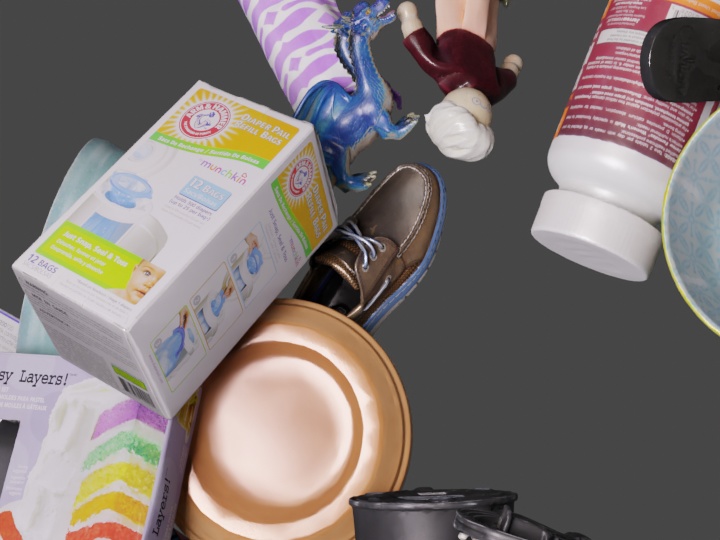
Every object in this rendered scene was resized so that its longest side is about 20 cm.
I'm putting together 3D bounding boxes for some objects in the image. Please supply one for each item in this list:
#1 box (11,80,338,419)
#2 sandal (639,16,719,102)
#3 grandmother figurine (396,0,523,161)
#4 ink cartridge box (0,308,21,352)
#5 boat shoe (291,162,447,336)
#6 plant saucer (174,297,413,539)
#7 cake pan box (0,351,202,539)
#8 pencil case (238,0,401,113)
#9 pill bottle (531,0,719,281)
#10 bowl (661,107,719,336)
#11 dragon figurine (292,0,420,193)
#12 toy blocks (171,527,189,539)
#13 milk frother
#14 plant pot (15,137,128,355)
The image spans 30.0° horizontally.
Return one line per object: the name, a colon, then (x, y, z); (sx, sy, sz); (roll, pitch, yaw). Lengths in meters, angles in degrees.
box: (-0.120, -0.019, 0.925); (0.112, 0.102, 0.200); (25, 59, 29)
sandal: (0.276, -0.144, 0.917); (0.045, 0.198, 0.076); (12, 108, 56)
grandmother figurine: (0.080, -0.173, 1.036); (0.061, 0.120, 0.202); (135, 145, -54)
ink cartridge box: (-0.369, 0.117, 1.188); (0.197, 0.043, 0.202); (25, 88, 28)
boat shoe: (0.000, 0.000, 1.045); (0.072, 0.072, 0.201); (27, 87, 28)
plant saucer: (-0.060, 0.118, 0.979); (0.198, 0.037, 0.203); (0, 81, 1)
cake pan box: (-0.222, 0.151, 0.936); (0.198, 0.052, 0.186); (4, 64, 18)
pencil case: (-0.043, -0.198, 1.122); (0.085, 0.084, 0.201); (-22, 67, -7)
pill bottle: (0.200, -0.103, 0.967); (0.109, 0.109, 0.202); (20, 83, 27)
bowl: (0.309, -0.023, 0.897); (0.198, 0.108, 0.202); (-7, 73, 22)
dragon figurine: (-0.023, -0.110, 1.024); (0.099, 0.059, 0.201); (37, 96, -8)
toy blocks: (-0.223, 0.188, 1.063); (0.136, 0.100, 0.200); (-22, 55, -30)
milk frother: (0.072, 0.240, 0.860); (0.178, 0.200, 0.190); (-4, 85, 13)
plant pot: (-0.174, 0.010, 1.068); (0.133, 0.200, 0.202); (16, 81, 0)
